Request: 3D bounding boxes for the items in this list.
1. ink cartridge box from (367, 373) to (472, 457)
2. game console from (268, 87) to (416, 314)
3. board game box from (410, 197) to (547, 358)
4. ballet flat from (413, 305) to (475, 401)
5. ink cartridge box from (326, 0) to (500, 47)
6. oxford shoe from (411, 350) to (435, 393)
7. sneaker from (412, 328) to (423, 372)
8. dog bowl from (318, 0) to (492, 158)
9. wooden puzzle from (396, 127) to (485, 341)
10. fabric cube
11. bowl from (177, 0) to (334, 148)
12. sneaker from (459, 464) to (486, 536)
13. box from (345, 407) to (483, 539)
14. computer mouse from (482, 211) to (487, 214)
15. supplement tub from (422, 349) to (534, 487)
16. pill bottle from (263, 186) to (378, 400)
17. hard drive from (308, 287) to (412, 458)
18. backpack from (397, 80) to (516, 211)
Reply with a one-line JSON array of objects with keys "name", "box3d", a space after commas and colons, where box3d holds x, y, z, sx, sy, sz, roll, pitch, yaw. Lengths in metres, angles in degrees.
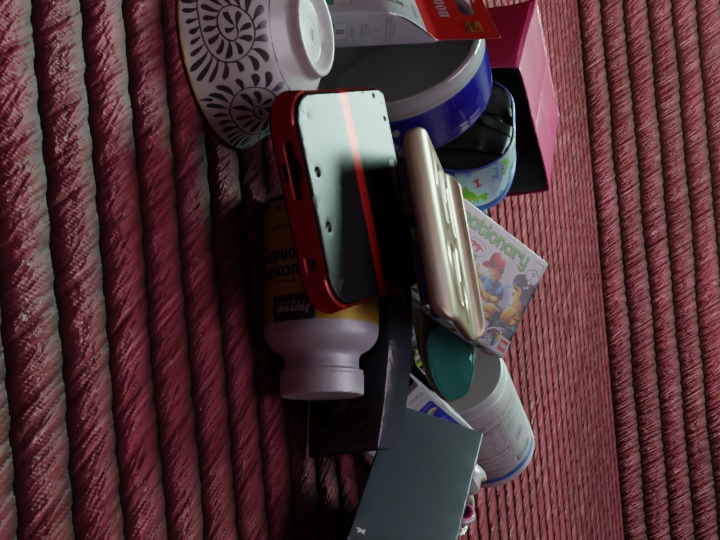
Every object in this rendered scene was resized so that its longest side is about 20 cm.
[{"name": "ink cartridge box", "box3d": [0.064, 0.190, 1.374, 0.039, 0.099, 0.200, 46, 1, 38]}, {"name": "game console", "box3d": [-0.011, -0.069, 1.079, 0.177, 0.031, 0.200, -17, 97, -60]}, {"name": "board game box", "box3d": [0.112, -0.003, 1.307, 0.200, 0.035, 0.126, 34, 76, -31]}, {"name": "ballet flat", "box3d": [0.088, 0.052, 1.360, 0.065, 0.070, 0.200, -153, -129, -68]}, {"name": "ink cartridge box", "box3d": [0.035, -0.301, 1.239, 0.050, 0.200, 0.161, 93, -12, -45]}, {"name": "oxford shoe", "box3d": [0.059, 0.170, 1.420, 0.200, 0.074, 0.071, 66, 27, -42]}, {"name": "sneaker", "box3d": [0.059, 0.028, 1.463, 0.081, 0.074, 0.200, 54, 29, -41]}, {"name": "dog bowl", "box3d": [0.042, -0.218, 1.288, 0.079, 0.200, 0.200, 68, 26, -46]}, {"name": "wooden puzzle", "box3d": [0.074, -0.027, 1.161, 0.200, 0.046, 0.186, 31, 48, -73]}, {"name": "fabric cube", "box3d": [0.157, -0.231, 1.613, 0.199, 0.196, 0.200, -70, 148, -49]}, {"name": "bowl", "box3d": [-0.083, -0.221, 1.101, 0.201, 0.094, 0.201, -6, 90, -71]}, {"name": "sneaker", "box3d": [0.083, 0.288, 1.361, 0.081, 0.088, 0.200, -43, 158, -55]}, {"name": "box", "box3d": [0.040, 0.277, 1.199, 0.200, 0.104, 0.182, -67, 173, -52]}, {"name": "computer mouse", "box3d": [0.129, 0.004, 1.458, 0.141, 0.046, 0.200, -79, 172, -49]}, {"name": "supplement tub", "box3d": [0.155, 0.195, 1.597, 0.200, 0.132, 0.132, 63, 30, -45]}, {"name": "pill bottle", "box3d": [-0.038, 0.022, 1.135, 0.112, 0.112, 0.200, 28, 59, -67]}, {"name": "hard drive", "box3d": [0.001, 0.090, 1.198, 0.042, 0.135, 0.200, 15, 70, -33]}, {"name": "backpack", "box3d": [0.084, -0.141, 1.379, 0.147, 0.200, 0.183, 79, 16, -51]}]
